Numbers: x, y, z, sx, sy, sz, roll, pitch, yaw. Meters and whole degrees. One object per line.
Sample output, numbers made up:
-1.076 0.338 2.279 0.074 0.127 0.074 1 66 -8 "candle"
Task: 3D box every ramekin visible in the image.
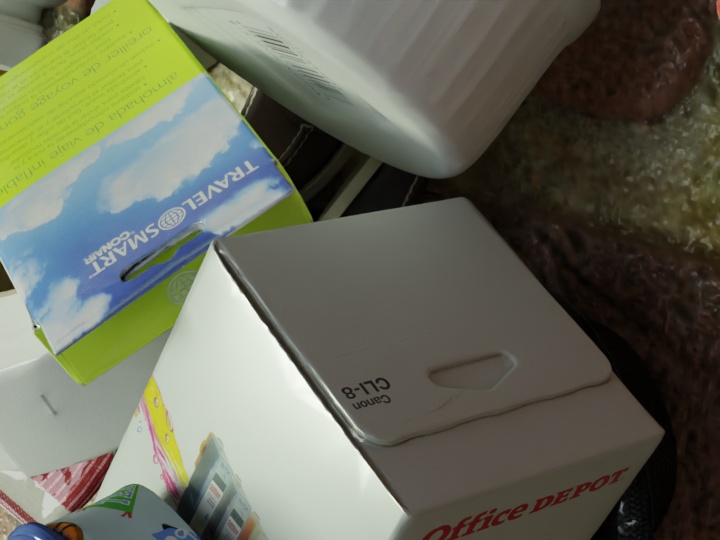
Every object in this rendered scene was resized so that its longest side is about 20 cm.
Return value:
-0.007 -0.125 0.834 0.200 0.200 0.098 27 81 44 "ramekin"

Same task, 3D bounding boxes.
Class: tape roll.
-0.140 -0.004 0.927 0.202 0.202 0.071 27 156 44 "tape roll"

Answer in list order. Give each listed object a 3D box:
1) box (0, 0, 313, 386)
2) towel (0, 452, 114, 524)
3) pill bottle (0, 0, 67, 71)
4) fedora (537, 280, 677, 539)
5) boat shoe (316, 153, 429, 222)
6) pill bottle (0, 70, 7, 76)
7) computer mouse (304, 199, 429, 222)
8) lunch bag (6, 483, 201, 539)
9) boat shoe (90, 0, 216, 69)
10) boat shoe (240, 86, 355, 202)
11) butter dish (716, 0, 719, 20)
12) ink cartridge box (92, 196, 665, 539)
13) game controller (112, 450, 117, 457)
-0.105 -0.037 0.848 0.122 0.048 0.200 -35 41 -3 "box"
-0.153 0.023 1.028 0.144 0.023 0.200 38 91 12 "towel"
-0.216 -0.225 1.175 0.112 0.112 0.201 13 92 47 "pill bottle"
0.086 0.094 0.888 0.200 0.091 0.202 15 110 47 "fedora"
0.000 0.000 0.939 0.063 0.073 0.201 35 88 -2 "boat shoe"
-0.275 -0.187 1.271 0.104 0.104 0.202 5 97 48 "pill bottle"
-0.002 0.003 1.011 0.199 0.053 0.139 14 81 49 "computer mouse"
-0.087 0.193 0.761 0.160 0.075 0.201 42 131 31 "lunch bag"
-0.135 -0.137 1.142 0.201 0.070 0.072 -35 71 47 "boat shoe"
-0.018 -0.114 0.989 0.200 0.059 0.072 -53 52 20 "boat shoe"
0.232 -0.057 0.626 0.199 0.148 0.200 39 131 -9 "butter dish"
-0.003 0.093 0.806 0.145 0.145 0.201 52 133 28 "ink cartridge box"
-0.074 0.087 0.995 0.104 0.042 0.201 -19 101 16 "game controller"
